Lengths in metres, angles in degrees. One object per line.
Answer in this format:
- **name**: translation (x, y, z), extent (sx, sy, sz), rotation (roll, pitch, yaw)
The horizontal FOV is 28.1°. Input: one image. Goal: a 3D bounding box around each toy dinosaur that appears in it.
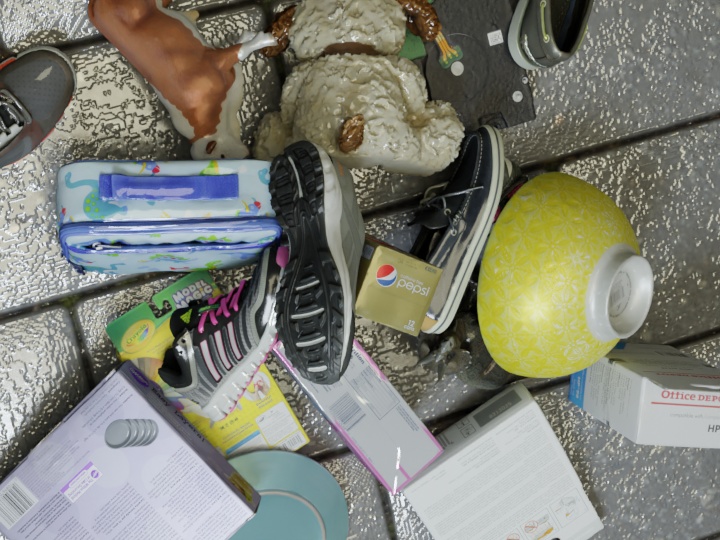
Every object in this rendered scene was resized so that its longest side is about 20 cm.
- **toy dinosaur**: translation (0.120, 0.075, 1.421), extent (0.200, 0.077, 0.103), rotation (31, 93, -50)

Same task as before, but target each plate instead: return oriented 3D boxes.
- **plate**: translation (-0.100, 0.266, 1.380), extent (0.198, 0.026, 0.202), rotation (-10, 116, -20)

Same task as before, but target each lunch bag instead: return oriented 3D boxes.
- **lunch bag**: translation (-0.166, -0.048, 1.255), extent (0.198, 0.161, 0.083), rotation (-2, 79, -10)

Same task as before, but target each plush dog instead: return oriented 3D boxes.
- **plush dog**: translation (-0.012, -0.177, 1.287), extent (0.198, 0.161, 0.173), rotation (-6, 78, 5)

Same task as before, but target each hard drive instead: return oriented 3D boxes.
- **hard drive**: translation (0.080, -0.223, 1.370), extent (0.139, 0.038, 0.202), rotation (-19, 104, -12)

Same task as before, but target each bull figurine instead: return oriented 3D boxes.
- **bull figurine**: translation (-0.151, -0.192, 1.276), extent (0.121, 0.065, 0.200), rotation (-43, 90, -10)

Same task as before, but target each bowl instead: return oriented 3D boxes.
- **bowl**: translation (0.212, 0.014, 1.366), extent (0.199, 0.107, 0.202), rotation (-16, 113, -43)

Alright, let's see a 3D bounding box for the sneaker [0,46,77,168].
- **sneaker**: translation (-0.324, -0.115, 1.249), extent (0.200, 0.082, 0.077), rotation (-43, 107, -5)

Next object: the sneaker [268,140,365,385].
- **sneaker**: translation (-0.025, -0.005, 1.189), extent (0.079, 0.074, 0.202), rotation (16, 66, -51)

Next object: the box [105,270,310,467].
- **box**: translation (-0.147, 0.105, 1.356), extent (0.117, 0.048, 0.201), rotation (-31, 108, -8)

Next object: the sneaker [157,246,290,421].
- **sneaker**: translation (-0.122, 0.049, 1.262), extent (0.087, 0.074, 0.200), rotation (25, 129, -9)

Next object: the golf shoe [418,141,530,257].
- **golf shoe**: translation (0.080, -0.032, 1.394), extent (0.088, 0.077, 0.200), rotation (40, 82, -1)

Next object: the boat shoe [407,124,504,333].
- **boat shoe**: translation (0.080, -0.043, 1.321), extent (0.062, 0.075, 0.202), rotation (22, 86, -16)

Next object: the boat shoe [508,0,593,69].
- **boat shoe**: translation (0.198, -0.289, 1.363), extent (0.072, 0.060, 0.203), rotation (20, 81, -33)

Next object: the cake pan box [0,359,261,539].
- **cake pan box**: translation (-0.221, 0.214, 1.311), extent (0.184, 0.052, 0.200), rotation (45, 99, -3)

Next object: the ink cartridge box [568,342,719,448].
- **ink cartridge box**: translation (0.296, 0.124, 1.404), extent (0.115, 0.200, 0.067), rotation (5, 99, -16)

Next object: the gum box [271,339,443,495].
- **gum box**: translation (-0.019, 0.105, 1.356), extent (0.066, 0.113, 0.200), rotation (-40, 108, -6)

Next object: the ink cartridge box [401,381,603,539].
- **ink cartridge box**: translation (0.142, 0.230, 1.463), extent (0.162, 0.050, 0.201), rotation (-33, 125, -3)

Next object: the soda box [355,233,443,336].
- **soda box**: translation (0.000, 0.000, 1.298), extent (0.067, 0.200, 0.064), rotation (20, 94, -21)
